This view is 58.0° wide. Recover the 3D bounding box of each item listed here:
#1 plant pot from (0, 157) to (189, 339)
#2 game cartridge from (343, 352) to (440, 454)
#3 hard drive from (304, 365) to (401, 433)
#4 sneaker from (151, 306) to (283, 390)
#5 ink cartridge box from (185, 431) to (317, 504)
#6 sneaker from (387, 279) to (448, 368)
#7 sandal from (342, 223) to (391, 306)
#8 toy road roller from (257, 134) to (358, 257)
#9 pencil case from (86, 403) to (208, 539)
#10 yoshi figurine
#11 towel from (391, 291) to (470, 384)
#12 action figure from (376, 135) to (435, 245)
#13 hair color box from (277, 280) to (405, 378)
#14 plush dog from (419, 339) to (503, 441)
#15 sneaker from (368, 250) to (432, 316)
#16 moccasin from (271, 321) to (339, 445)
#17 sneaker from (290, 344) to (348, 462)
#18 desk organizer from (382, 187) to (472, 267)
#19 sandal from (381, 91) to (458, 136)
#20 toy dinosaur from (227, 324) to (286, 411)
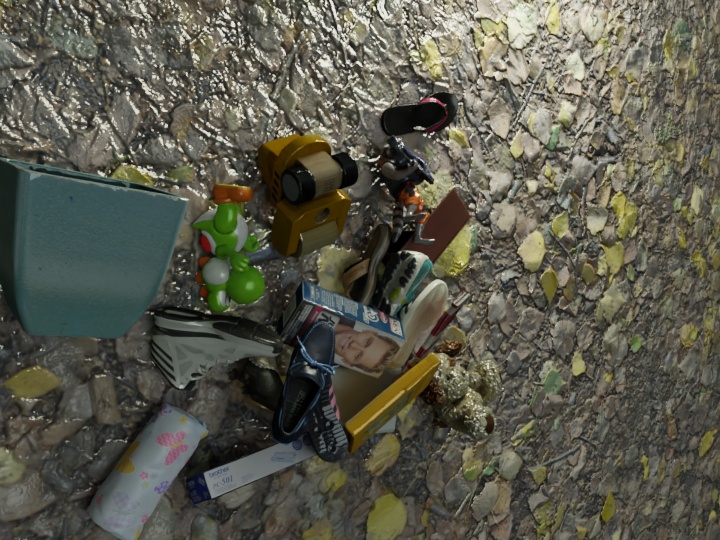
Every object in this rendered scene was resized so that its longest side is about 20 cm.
[{"bbox_3d":[-0.364,-0.023,0.834,0.196,0.196,0.201,8,98,-38],"label":"plant pot"},{"bbox_3d":[0.053,0.241,1.160,0.200,0.176,0.032,-35,72,-17],"label":"game cartridge"},{"bbox_3d":[-0.010,0.247,1.234,0.200,0.026,0.132,6,91,-38],"label":"hard drive"},{"bbox_3d":[-0.222,0.130,0.994,0.200,0.076,0.116,12,101,0],"label":"sneaker"},{"bbox_3d":[-0.174,0.321,1.065,0.200,0.094,0.044,-13,75,-37],"label":"ink cartridge box"},{"bbox_3d":[0.087,0.092,1.252,0.200,0.084,0.075,-49,127,-17],"label":"sneaker"},{"bbox_3d":[0.000,0.000,1.187,0.054,0.082,0.200,24,82,-18],"label":"sandal"},{"bbox_3d":[-0.101,-0.136,1.084,0.123,0.146,0.200,-25,146,-34],"label":"toy road roller"},{"bbox_3d":[-0.312,0.298,0.966,0.091,0.083,0.200,43,68,-31],"label":"pencil case"},{"bbox_3d":[-0.189,-0.031,1.017,0.112,0.112,0.201,1,97,-45],"label":"yoshi figurine"},{"bbox_3d":[0.134,0.129,1.236,0.200,0.023,0.144,-57,169,16],"label":"towel"},{"bbox_3d":[0.070,-0.159,1.182,0.200,0.104,0.194,33,35,-57],"label":"action figure"},{"bbox_3d":[-0.033,0.104,1.118,0.200,0.061,0.100,23,118,-20],"label":"hair color box"},{"bbox_3d":[0.185,0.243,1.335,0.172,0.160,0.200,53,35,-16],"label":"plush dog"},{"bbox_3d":[0.064,0.052,1.198,0.080,0.078,0.200,10,124,-49],"label":"sneaker"},{"bbox_3d":[-0.078,0.173,1.011,0.080,0.068,0.201,17,69,-7],"label":"moccasin"},{"bbox_3d":[-0.075,0.219,1.079,0.070,0.082,0.201,-11,77,-11],"label":"sneaker"},{"bbox_3d":[0.127,-0.071,1.281,0.200,0.072,0.077,-49,119,-24],"label":"desk organizer"},{"bbox_3d":[0.128,-0.303,1.273,0.200,0.045,0.075,-23,108,-34],"label":"sandal"},{"bbox_3d":[-0.155,0.191,1.066,0.077,0.102,0.201,-24,108,-33],"label":"toy dinosaur"}]
